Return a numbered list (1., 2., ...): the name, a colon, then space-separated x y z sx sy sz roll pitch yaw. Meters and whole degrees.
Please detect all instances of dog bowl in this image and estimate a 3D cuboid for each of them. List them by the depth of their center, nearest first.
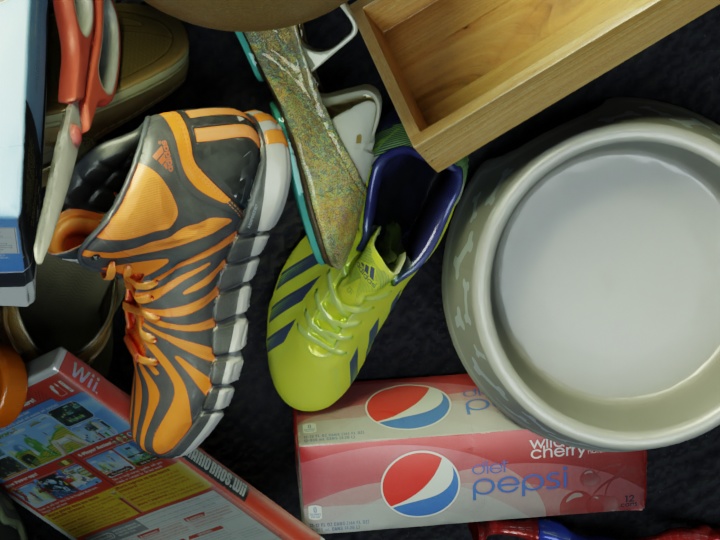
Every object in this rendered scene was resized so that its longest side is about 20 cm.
1. dog bowl: 0.145 0.006 1.218 0.200 0.059 0.201 0 97 -3

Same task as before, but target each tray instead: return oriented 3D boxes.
1. tray: 0.101 -0.143 1.148 0.200 0.099 0.037 -30 148 11

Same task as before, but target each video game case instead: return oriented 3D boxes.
1. video game case: -0.136 0.123 1.276 0.200 0.017 0.143 39 140 -25

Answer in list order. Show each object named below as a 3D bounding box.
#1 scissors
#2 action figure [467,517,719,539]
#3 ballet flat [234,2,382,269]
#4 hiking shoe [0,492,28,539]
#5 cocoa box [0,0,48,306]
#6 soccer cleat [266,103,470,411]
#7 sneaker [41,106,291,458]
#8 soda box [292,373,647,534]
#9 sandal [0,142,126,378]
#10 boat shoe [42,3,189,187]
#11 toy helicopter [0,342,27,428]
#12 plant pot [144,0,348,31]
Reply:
1. scissors: -0.135 -0.068 1.081 0.014 0.200 0.073 -10 145 10
2. action figure: 0.163 0.184 1.365 0.200 0.052 0.066 4 115 -10
3. ballet flat: -0.025 -0.100 1.161 0.071 0.071 0.200 -20 100 6
4. hiking shoe: -0.212 0.192 1.281 0.076 0.101 0.200 -29 135 10
5. cocoa box: -0.218 -0.097 1.070 0.133 0.200 0.131 1 162 -5
6. soccer cleat: -0.001 -0.001 1.225 0.065 0.084 0.200 20 114 -15
7. sneaker: -0.114 0.006 1.142 0.112 0.078 0.200 -1 116 -34
8. soda box: 0.062 0.102 1.296 0.200 0.070 0.064 -5 118 -2
9. sandal: -0.163 0.021 1.238 0.080 0.054 0.200 19 122 -14
10. boat shoe: -0.180 -0.078 1.182 0.200 0.074 0.066 -21 142 -2
11. toy helicopter: -0.278 0.063 1.230 0.079 0.132 0.200 4 142 -49
12. plant pot: -0.056 -0.198 1.017 0.186 0.200 0.187 0 98 -1
